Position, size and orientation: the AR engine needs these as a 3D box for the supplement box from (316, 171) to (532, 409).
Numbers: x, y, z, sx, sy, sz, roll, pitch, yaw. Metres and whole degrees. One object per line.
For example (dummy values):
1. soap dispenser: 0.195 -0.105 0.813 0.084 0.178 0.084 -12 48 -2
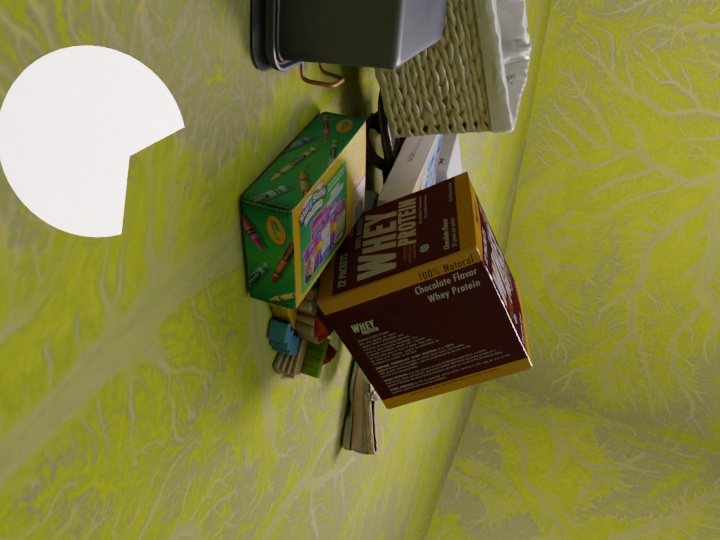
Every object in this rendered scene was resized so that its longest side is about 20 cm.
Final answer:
1. supplement box: 0.079 0.030 0.882 0.202 0.193 0.135 57 24 -35

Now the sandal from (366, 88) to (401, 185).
1. sandal: 0.028 -0.178 0.993 0.201 0.053 0.084 81 17 -70

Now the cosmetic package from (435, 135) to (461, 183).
1. cosmetic package: 0.112 -0.153 1.213 0.201 0.099 0.073 66 41 -66

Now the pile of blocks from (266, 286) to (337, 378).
1. pile of blocks: -0.064 0.084 0.878 0.201 0.061 0.084 75 33 -59

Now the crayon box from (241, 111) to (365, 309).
1. crayon box: -0.054 -0.070 0.788 0.201 0.057 0.121 -57 155 -48

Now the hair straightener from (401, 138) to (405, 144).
1. hair straightener: 0.069 -0.285 1.057 0.077 0.040 0.206 -10 113 -73

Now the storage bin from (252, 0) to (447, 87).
1. storage bin: 0.000 -0.246 0.693 0.200 0.131 0.149 -48 149 -56

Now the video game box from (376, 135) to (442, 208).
1. video game box: 0.064 -0.086 1.020 0.185 0.046 0.202 96 13 -46

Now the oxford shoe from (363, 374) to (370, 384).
1. oxford shoe: 0.049 0.082 1.116 0.075 0.056 0.206 -28 129 -66

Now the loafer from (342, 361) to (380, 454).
1. loafer: 0.015 0.221 1.260 0.072 0.061 0.206 -38 139 -65

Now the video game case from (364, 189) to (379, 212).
1. video game case: 0.000 0.000 1.056 0.200 0.044 0.186 44 63 -72

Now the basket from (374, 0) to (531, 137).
1. basket: 0.109 -0.289 0.877 0.200 0.157 0.203 -67 146 -46
